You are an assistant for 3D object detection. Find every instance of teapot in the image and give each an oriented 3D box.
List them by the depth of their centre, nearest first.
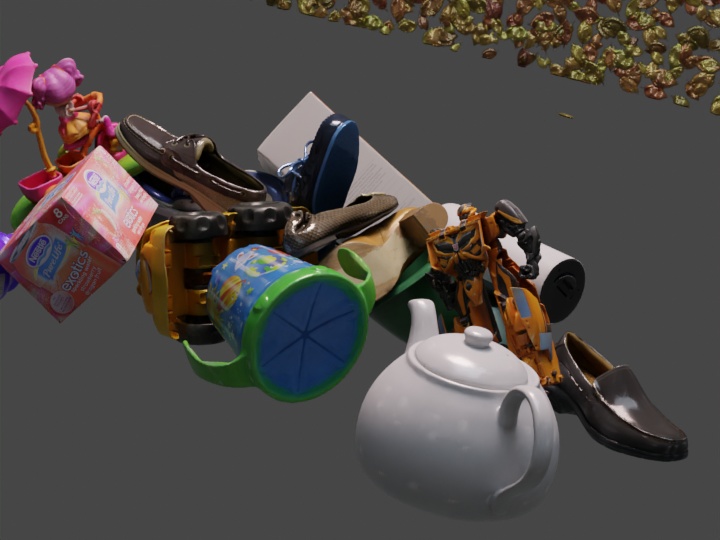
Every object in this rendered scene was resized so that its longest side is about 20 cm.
[{"bbox_3d":[0.094,0.122,1.445,0.199,0.147,0.197,18,19,18],"label":"teapot"}]

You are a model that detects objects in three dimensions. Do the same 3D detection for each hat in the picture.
[{"bbox_3d":[0.096,0.071,1.787,0.176,0.165,0.200,53,19,-8],"label":"hat"}]

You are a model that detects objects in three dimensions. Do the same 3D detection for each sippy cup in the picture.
[{"bbox_3d":[-0.082,0.041,1.592,0.177,0.140,0.130,5,18,-39],"label":"sippy cup"}]

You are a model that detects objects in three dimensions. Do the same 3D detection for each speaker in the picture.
[{"bbox_3d":[0.163,-0.010,1.891,0.081,0.082,0.200,-6,25,-43],"label":"speaker"}]

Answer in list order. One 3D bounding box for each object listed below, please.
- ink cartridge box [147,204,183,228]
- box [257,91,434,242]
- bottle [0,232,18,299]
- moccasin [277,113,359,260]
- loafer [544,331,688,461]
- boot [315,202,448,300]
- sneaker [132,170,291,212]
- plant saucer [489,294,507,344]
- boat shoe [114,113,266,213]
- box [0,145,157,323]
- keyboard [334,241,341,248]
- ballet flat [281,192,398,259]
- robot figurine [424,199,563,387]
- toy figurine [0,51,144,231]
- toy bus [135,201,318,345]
[{"bbox_3d":[-0.154,-0.027,1.927,0.199,0.044,0.173,19,-2,25],"label":"ink cartridge box"},{"bbox_3d":[-0.018,-0.102,1.953,0.200,0.098,0.124,42,-5,3],"label":"box"},{"bbox_3d":[-0.395,0.002,1.643,0.083,0.066,0.200,14,17,19],"label":"bottle"},{"bbox_3d":[-0.058,-0.087,1.766,0.068,0.201,0.080,36,38,24],"label":"moccasin"},{"bbox_3d":[0.254,0.129,1.647,0.073,0.073,0.200,-3,23,-40],"label":"loafer"},{"bbox_3d":[0.000,-0.001,1.762,0.201,0.071,0.144,-35,1,-24],"label":"boot"},{"bbox_3d":[-0.181,-0.089,1.940,0.199,0.076,0.088,9,3,25],"label":"sneaker"},{"bbox_3d":[0.117,0.034,1.917,0.199,0.036,0.200,10,18,-3],"label":"plant saucer"},{"bbox_3d":[-0.189,-0.126,1.869,0.200,0.065,0.073,34,30,4],"label":"boat shoe"},{"bbox_3d":[-0.289,-0.042,1.693,0.095,0.103,0.200,47,15,-13],"label":"box"},{"bbox_3d":[-0.066,-0.041,1.985,0.199,0.040,0.104,25,3,33],"label":"keyboard"},{"bbox_3d":[-0.023,-0.057,1.726,0.067,0.047,0.200,-31,-2,36],"label":"ballet flat"},{"bbox_3d":[0.128,0.029,1.634,0.145,0.201,0.058,-23,-9,39],"label":"robot figurine"},{"bbox_3d":[-0.347,-0.169,1.879,0.200,0.185,0.150,-35,34,-23],"label":"toy figurine"},{"bbox_3d":[-0.173,-0.006,1.730,0.199,0.137,0.191,-9,14,-43],"label":"toy bus"}]
